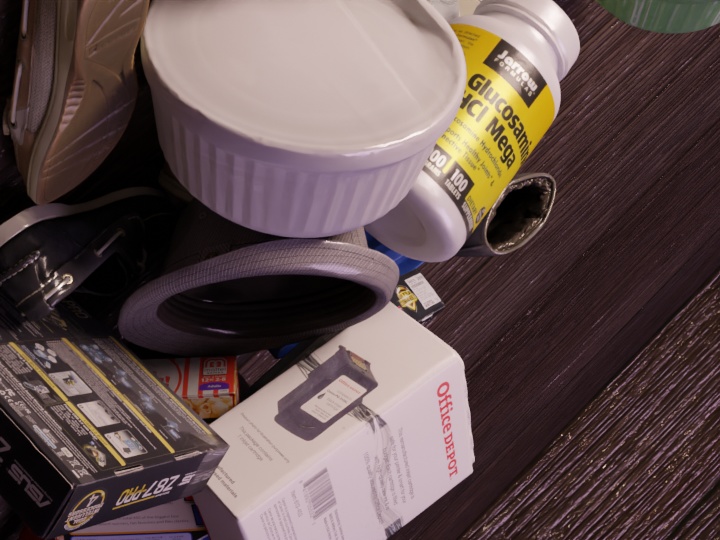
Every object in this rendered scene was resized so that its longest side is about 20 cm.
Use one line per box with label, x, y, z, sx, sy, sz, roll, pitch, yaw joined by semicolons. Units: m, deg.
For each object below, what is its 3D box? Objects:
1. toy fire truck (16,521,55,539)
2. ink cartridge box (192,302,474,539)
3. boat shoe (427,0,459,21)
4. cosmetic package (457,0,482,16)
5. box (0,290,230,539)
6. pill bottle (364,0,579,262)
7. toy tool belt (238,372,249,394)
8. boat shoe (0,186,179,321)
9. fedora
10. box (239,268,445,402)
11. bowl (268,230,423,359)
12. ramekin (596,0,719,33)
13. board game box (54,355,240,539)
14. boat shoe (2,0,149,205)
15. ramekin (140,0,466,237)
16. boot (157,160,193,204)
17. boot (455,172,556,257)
toy fire truck;-0.260;0.268;1.202;0.200;0.129;0.176;-41;162;15
ink cartridge box;-0.019;0.139;0.959;0.200;0.084;0.145;-34;140;-21
boat shoe;0.029;-0.216;0.966;0.200;0.070;0.072;-9;138;-58
cosmetic package;0.089;-0.175;1.157;0.104;0.073;0.200;-49;160;4
box;-0.202;0.074;0.833;0.049;0.200;0.161;-57;159;19
pill bottle;0.076;-0.113;0.961;0.200;0.112;0.113;-53;162;-21
toy tool belt;-0.173;0.164;1.152;0.122;0.125;0.200;-25;-172;26
boat shoe;-0.180;-0.011;0.893;0.072;0.068;0.200;-42;174;23
fedora;-0.071;-0.011;0.903;0.199;0.091;0.176;-20;156;36
box;-0.034;0.087;1.107;0.200;0.046;0.159;-42;172;26
bowl;0.000;0.000;1.075;0.200;0.039;0.201;-36;175;-4
ramekin;0.277;-0.306;1.137;0.200;0.200;0.098;-45;167;-9
board game box;-0.163;0.159;0.997;0.150;0.046;0.201;-2;126;-3
boat shoe;-0.175;-0.120;0.763;0.073;0.063;0.201;-39;164;-36
ramekin;-0.039;-0.109;0.828;0.202;0.202;0.095;-33;152;-35
boot;-0.049;-0.116;0.979;0.199;0.072;0.155;0;117;-34
boot;0.115;-0.070;1.249;0.182;0.072;0.200;-56;-166;-26
